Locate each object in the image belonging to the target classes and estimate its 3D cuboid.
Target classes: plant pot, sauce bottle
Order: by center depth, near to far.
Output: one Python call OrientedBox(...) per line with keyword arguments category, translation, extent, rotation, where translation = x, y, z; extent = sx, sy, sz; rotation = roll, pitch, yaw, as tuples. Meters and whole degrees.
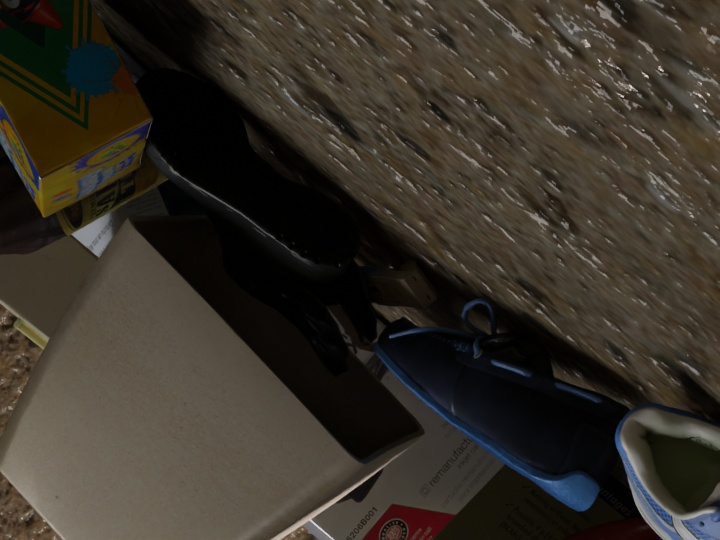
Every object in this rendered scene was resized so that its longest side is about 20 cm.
OrientedBox(category="sauce bottle", translation=(-0.190, -0.051, 1.410), extent=(0.066, 0.200, 0.066), rotation=(34, 143, 31))
OrientedBox(category="plant pot", translation=(-0.106, 0.098, 1.415), extent=(0.200, 0.177, 0.200), rotation=(46, -169, 8))

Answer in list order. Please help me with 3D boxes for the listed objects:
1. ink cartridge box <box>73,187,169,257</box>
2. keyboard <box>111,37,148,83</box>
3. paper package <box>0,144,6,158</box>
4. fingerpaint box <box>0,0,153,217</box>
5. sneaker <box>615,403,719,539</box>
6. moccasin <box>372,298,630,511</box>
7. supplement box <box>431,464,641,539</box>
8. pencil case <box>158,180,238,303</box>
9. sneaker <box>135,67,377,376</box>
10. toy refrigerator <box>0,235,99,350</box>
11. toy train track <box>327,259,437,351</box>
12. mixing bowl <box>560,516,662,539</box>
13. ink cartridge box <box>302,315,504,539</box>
OrientedBox(category="ink cartridge box", translation=(-0.183, -0.020, 1.634), extent=(0.201, 0.043, 0.196), rotation=(68, 156, 10))
OrientedBox(category="keyboard", translation=(-0.141, -0.123, 1.488), extent=(0.200, 0.011, 0.056), rotation=(43, 166, -18))
OrientedBox(category="paper package", translation=(-0.276, -0.165, 1.498), extent=(0.191, 0.104, 0.200), rotation=(45, 174, -28))
OrientedBox(category="fingerpaint box", translation=(-0.188, -0.126, 1.276), extent=(0.167, 0.073, 0.200), rotation=(62, 171, 0))
OrientedBox(category="sneaker", translation=(0.192, 0.130, 1.061), extent=(0.200, 0.076, 0.077), rotation=(33, 173, 35))
OrientedBox(category="moccasin", translation=(0.084, 0.068, 1.271), extent=(0.080, 0.068, 0.200), rotation=(38, 177, -42))
OrientedBox(category="supplement box", translation=(0.117, 0.247, 1.439), extent=(0.200, 0.200, 0.134), rotation=(40, 143, 13))
OrientedBox(category="pencil case", translation=(-0.097, -0.008, 1.612), extent=(0.200, 0.085, 0.093), rotation=(29, 149, 57))
OrientedBox(category="sneaker", translation=(-0.066, -0.028, 1.368), extent=(0.200, 0.060, 0.104), rotation=(40, 154, 6))
OrientedBox(category="toy refrigerator", translation=(-0.225, -0.007, 1.486), extent=(0.200, 0.070, 0.076), rotation=(42, 172, -37))
OrientedBox(category="toy train track", translation=(0.000, 0.000, 1.422), extent=(0.115, 0.033, 0.200), rotation=(53, 162, -18))
OrientedBox(category="mixing bowl", translation=(0.175, 0.218, 1.324), extent=(0.200, 0.200, 0.109), rotation=(39, 143, 12))
OrientedBox(category="ink cartridge box", translation=(-0.005, 0.118, 1.640), extent=(0.200, 0.145, 0.083), rotation=(40, 173, 7))
